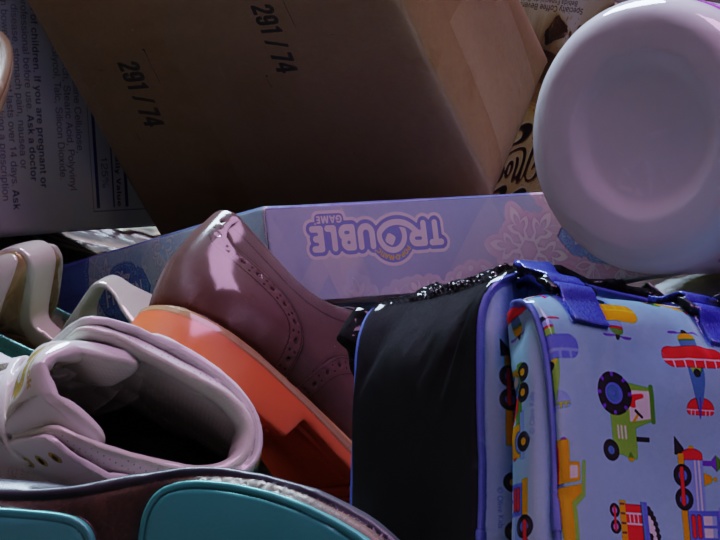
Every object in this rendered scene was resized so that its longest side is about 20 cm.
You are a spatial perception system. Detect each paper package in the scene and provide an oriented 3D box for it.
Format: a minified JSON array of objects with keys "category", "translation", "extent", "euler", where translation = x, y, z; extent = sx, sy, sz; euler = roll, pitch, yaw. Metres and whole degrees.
[{"category":"paper package","translation":[-0.039,-0.122,1.155],"extent":[0.189,0.201,0.104],"euler":[-8,39,29]}]

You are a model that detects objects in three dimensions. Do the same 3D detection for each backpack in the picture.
[{"category":"backpack","translation":[0.100,0.096,0.846],"extent":[0.199,0.184,0.134],"euler":[12,-18,-31]}]

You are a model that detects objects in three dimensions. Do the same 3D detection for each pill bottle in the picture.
[{"category":"pill bottle","translation":[0.159,-0.051,1.033],"extent":[0.104,0.105,0.199],"euler":[27,14,31]}]

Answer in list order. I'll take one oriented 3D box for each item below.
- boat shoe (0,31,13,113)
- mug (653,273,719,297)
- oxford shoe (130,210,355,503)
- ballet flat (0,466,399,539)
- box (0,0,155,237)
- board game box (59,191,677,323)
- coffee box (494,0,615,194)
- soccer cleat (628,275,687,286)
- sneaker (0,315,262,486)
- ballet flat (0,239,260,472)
[{"category":"boat shoe","translation":[-0.195,-0.031,1.045],"extent":[0.071,0.065,0.201],"euler":[17,44,4]},{"category":"mug","translation":[0.167,0.091,1.053],"extent":[0.200,0.148,0.175],"euler":[42,0,-13]},{"category":"oxford shoe","translation":[0.001,0.055,0.963],"extent":[0.071,0.073,0.200],"euler":[-4,-38,48]},{"category":"ballet flat","translation":[-0.069,0.098,0.828],"extent":[0.198,0.074,0.073],"euler":[2,11,16]},{"category":"box","translation":[-0.179,-0.108,1.213],"extent":[0.104,0.185,0.199],"euler":[-1,2,34]},{"category":"board game box","translation":[0.000,0.000,1.113],"extent":[0.199,0.044,0.199],"euler":[-4,-4,-31]},{"category":"coffee box","translation":[0.045,-0.062,1.298],"extent":[0.080,0.201,0.113],"euler":[26,18,39]},{"category":"soccer cleat","translation":[0.146,0.006,1.202],"extent":[0.200,0.069,0.078],"euler":[46,-6,-16]},{"category":"sneaker","translation":[-0.128,0.042,0.898],"extent":[0.199,0.074,0.116],"euler":[17,-28,-4]},{"category":"ballet flat","translation":[-0.121,0.028,1.051],"extent":[0.199,0.071,0.067],"euler":[23,17,21]}]
